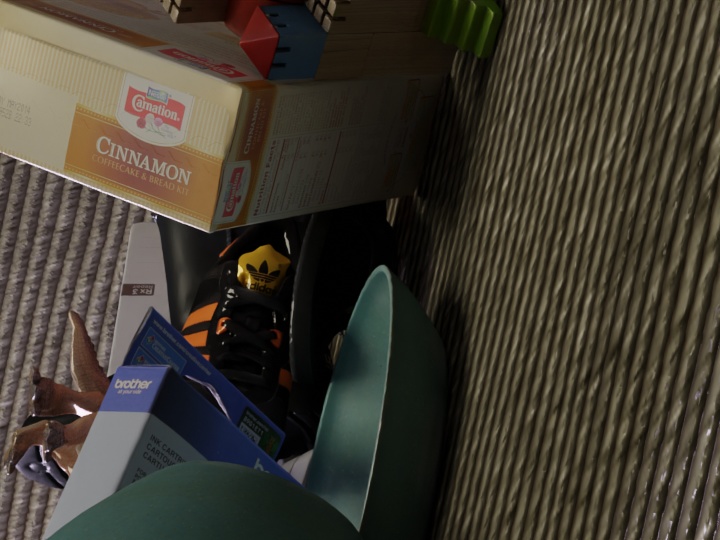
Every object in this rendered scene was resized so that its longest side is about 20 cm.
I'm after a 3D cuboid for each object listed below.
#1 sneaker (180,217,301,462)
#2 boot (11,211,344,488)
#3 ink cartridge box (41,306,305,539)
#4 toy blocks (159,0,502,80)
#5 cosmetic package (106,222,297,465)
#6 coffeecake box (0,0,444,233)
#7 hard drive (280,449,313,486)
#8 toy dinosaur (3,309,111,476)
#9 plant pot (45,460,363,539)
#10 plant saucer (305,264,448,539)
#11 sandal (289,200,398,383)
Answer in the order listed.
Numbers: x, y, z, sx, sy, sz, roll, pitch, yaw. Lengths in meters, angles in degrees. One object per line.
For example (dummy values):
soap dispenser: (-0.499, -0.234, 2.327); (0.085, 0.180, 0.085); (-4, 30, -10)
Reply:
sneaker: (-0.062, 0.035, 1.497); (0.200, 0.070, 0.091); (-81, 6, -67)
boot: (-0.095, 0.029, 1.654); (0.073, 0.197, 0.163); (62, -160, -57)
ink cartridge box: (-0.087, 0.130, 1.344); (0.042, 0.119, 0.201); (-4, 54, 38)
toy blocks: (-0.042, -0.153, 1.426); (0.200, 0.136, 0.100); (54, 137, 41)
cosmetic package: (-0.088, 0.062, 1.762); (0.201, 0.112, 0.082); (-89, -5, -51)
coffeecake box: (-0.075, -0.084, 1.475); (0.200, 0.153, 0.074); (-12, -61, -60)
hard drive: (-0.084, 0.180, 1.603); (0.200, 0.027, 0.133); (-31, 35, 52)
toy dinosaur: (-0.104, 0.103, 1.532); (0.200, 0.135, 0.086); (-115, 33, -53)
plant pot: (-0.061, 0.157, 1.204); (0.200, 0.199, 0.135); (116, 175, -61)
plant saucer: (0.005, 0.099, 1.353); (0.200, 0.036, 0.201); (-168, 90, -82)
sandal: (0.000, -0.001, 1.503); (0.201, 0.048, 0.076); (-60, -27, -68)
